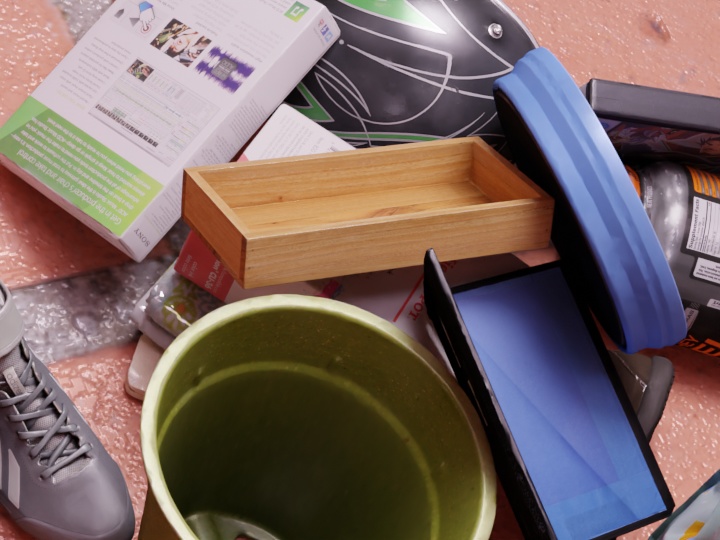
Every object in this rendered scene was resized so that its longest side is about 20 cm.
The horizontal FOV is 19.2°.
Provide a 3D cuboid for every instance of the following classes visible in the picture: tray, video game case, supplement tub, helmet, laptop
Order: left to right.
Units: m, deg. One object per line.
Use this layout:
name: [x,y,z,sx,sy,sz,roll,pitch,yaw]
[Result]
tray: [0.004,-0.036,1.262,0.199,0.037,0.099,-7,29,-25]
helmet: [0.028,-0.138,1.440,0.199,0.200,0.191,13,44,-14]
laptop: [0.114,0.070,1.231,0.103,0.200,0.178,-23,78,-3]
video game case: [0.212,-0.086,1.490,0.199,0.181,0.026,7,76,-19]
supplement tub: [0.248,-0.003,1.479,0.199,0.123,0.123,16,51,-11]

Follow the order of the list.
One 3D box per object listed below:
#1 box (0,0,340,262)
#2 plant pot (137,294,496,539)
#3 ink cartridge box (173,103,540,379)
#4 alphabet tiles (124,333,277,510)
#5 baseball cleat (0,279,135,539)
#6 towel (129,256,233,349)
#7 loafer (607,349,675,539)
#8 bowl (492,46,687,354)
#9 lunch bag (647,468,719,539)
box: [-0.128,-0.116,1.364,0.144,0.036,0.200,34,76,36]
plant pot: [-0.049,0.148,1.197,0.199,0.190,0.201,11,53,-15]
ink cartridge box: [0.000,0.000,1.328,0.200,0.068,0.117,33,51,3]
alphabet tiles: [-0.047,0.073,1.366,0.199,0.015,0.196,21,48,-8]
baseball cleat: [-0.202,0.079,1.236,0.070,0.107,0.200,-35,69,-23]
towel: [-0.027,0.032,1.369,0.200,0.048,0.171,35,51,5]
loafer: [0.146,0.127,1.383,0.071,0.073,0.200,22,44,6]
bowl: [0.138,-0.040,1.310,0.039,0.201,0.201,-26,65,-1]
lunch bag: [0.261,0.200,1.286,0.170,0.200,0.122,34,50,5]
